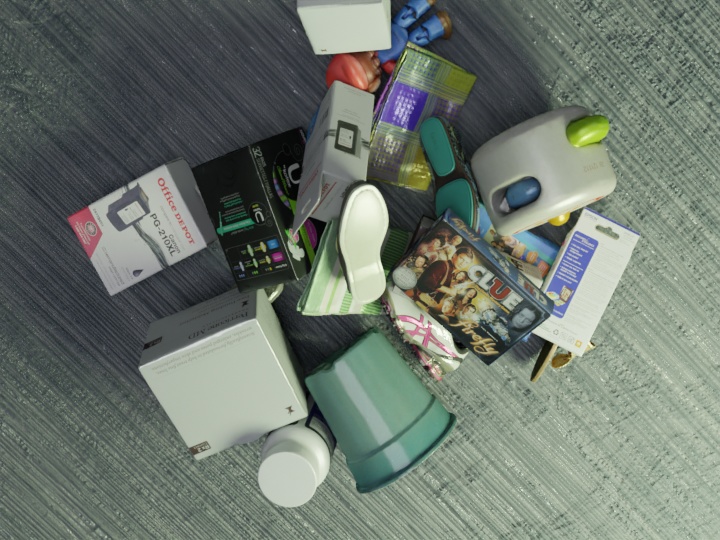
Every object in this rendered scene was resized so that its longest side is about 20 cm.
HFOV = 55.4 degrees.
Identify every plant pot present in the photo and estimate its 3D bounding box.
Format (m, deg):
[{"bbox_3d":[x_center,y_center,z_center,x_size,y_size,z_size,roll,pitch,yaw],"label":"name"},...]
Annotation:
[{"bbox_3d":[0.020,0.213,1.103,0.199,0.200,0.198,-35,91,15],"label":"plant pot"}]

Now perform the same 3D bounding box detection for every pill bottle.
[{"bbox_3d":[-0.099,0.288,1.125,0.113,0.200,0.118,2,105,7],"label":"pill bottle"}]

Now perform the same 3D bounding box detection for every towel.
[{"bbox_3d":[0.000,0.000,1.057,0.023,0.198,0.155,35,111,40],"label":"towel"},{"bbox_3d":[0.082,-0.218,1.021,0.141,0.023,0.203,13,110,-32],"label":"towel"}]

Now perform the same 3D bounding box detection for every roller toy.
[{"bbox_3d":[0.257,-0.131,0.967,0.179,0.200,0.142,-21,86,5],"label":"roller toy"}]

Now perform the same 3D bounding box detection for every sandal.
[{"bbox_3d":[0.343,0.096,1.080,0.068,0.078,0.215,23,102,7],"label":"sandal"}]

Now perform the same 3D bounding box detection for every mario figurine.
[{"bbox_3d":[0.034,-0.328,1.022,0.198,0.106,0.125,-34,56,6],"label":"mario figurine"}]

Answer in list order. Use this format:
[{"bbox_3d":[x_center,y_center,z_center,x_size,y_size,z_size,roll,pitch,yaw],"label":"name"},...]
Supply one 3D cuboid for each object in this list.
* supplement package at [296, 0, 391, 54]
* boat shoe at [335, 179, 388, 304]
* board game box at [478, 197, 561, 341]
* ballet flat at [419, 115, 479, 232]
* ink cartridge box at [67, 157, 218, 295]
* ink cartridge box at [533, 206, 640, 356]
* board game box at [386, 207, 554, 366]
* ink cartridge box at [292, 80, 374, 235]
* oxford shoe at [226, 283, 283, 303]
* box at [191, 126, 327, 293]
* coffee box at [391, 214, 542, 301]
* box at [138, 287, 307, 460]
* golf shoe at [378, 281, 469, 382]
[{"bbox_3d":[-0.019,-0.418,0.932,0.115,0.117,0.205,-2,79,8],"label":"supplement package"},{"bbox_3d":[-0.003,-0.044,0.947,0.071,0.061,0.204,-17,135,-14],"label":"boat shoe"},{"bbox_3d":[0.218,-0.005,1.086,0.198,0.045,0.154,31,107,-2],"label":"board game box"},{"bbox_3d":[0.139,-0.126,0.993,0.073,0.074,0.205,-12,79,11],"label":"ballet flat"},{"bbox_3d":[-0.349,-0.072,1.122,0.197,0.084,0.147,-25,101,13],"label":"ink cartridge box"},{"bbox_3d":[0.330,0.017,1.027,0.093,0.037,0.203,26,96,5],"label":"ink cartridge box"},{"bbox_3d":[0.152,0.027,0.958,0.199,0.035,0.136,40,127,-4],"label":"board game box"},{"bbox_3d":[-0.039,-0.149,0.978,0.065,0.204,0.116,16,152,-19],"label":"ink cartridge box"},{"bbox_3d":[-0.207,0.075,1.161,0.199,0.076,0.058,-40,140,7],"label":"oxford shoe"},{"bbox_3d":[-0.136,-0.092,1.042,0.122,0.148,0.204,-12,105,32],"label":"box"},{"bbox_3d":[0.158,0.013,1.034,0.197,0.080,0.115,25,108,1],"label":"coffee box"},{"bbox_3d":[-0.210,0.156,1.083,0.195,0.131,0.203,-22,117,2],"label":"box"},{"bbox_3d":[0.101,0.084,1.106,0.092,0.073,0.201,-37,117,1],"label":"golf shoe"}]
